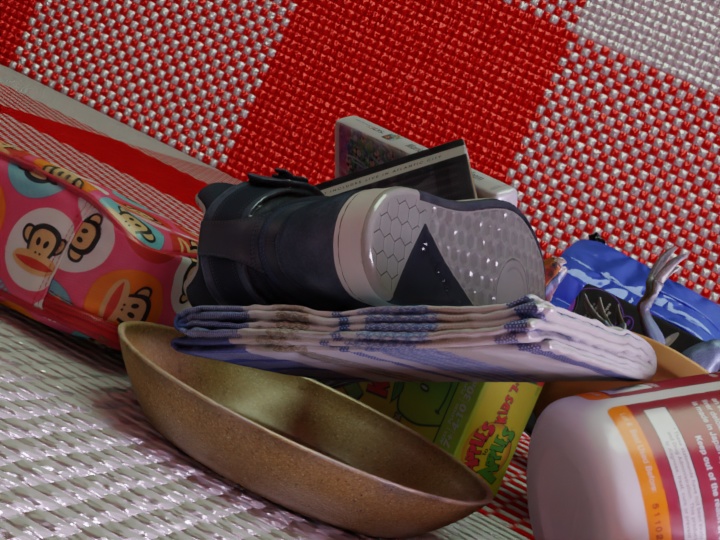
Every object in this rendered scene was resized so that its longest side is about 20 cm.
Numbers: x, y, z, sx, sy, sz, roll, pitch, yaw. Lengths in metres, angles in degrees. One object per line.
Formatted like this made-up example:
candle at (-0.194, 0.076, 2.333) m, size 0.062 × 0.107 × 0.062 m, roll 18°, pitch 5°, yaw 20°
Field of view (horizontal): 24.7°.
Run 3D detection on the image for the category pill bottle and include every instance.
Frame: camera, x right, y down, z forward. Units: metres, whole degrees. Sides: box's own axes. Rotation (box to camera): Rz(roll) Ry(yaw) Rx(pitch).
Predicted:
pill bottle at (0.190, 0.103, 0.792) m, size 0.199 × 0.114 × 0.113 m, roll -8°, pitch 14°, yaw -15°

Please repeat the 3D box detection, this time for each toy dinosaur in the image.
toy dinosaur at (0.181, 0.057, 1.030) m, size 0.180 × 0.105 × 0.201 m, roll 4°, pitch 44°, yaw -2°

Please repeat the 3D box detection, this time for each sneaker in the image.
sneaker at (0.000, -0.002, 0.852) m, size 0.146 × 0.077 × 0.202 m, roll -2°, pitch -13°, yaw 34°

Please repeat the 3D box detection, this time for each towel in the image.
towel at (0.027, 0.035, 0.785) m, size 0.199 × 0.024 × 0.147 m, roll -3°, pitch -12°, yaw 31°

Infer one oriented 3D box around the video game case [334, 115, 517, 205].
video game case at (0.042, 0.010, 1.154) m, size 0.024 × 0.201 × 0.182 m, roll -17°, pitch 29°, yaw -32°

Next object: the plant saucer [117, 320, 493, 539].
plant saucer at (-0.033, 0.082, 0.800) m, size 0.199 × 0.036 × 0.200 m, roll 25°, pitch 4°, yaw -2°

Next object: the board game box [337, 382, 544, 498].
board game box at (0.031, 0.056, 1.055) m, size 0.047 × 0.102 × 0.200 m, roll 18°, pitch 8°, yaw -37°

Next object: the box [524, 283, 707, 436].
box at (0.217, 0.112, 1.182) m, size 0.106 × 0.122 × 0.200 m, roll 41°, pitch -6°, yaw -38°

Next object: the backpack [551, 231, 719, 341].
backpack at (0.253, 0.093, 1.576) m, size 0.199 × 0.163 × 0.168 m, roll 26°, pitch 33°, yaw 17°

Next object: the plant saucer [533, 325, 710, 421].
plant saucer at (0.180, 0.120, 1.000) m, size 0.200 × 0.037 × 0.201 m, roll 35°, pitch -28°, yaw 21°

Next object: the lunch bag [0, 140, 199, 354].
lunch bag at (-0.164, -0.017, 0.947) m, size 0.199 × 0.082 × 0.176 m, roll 26°, pitch 4°, yaw 24°

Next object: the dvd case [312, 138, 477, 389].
dvd case at (0.006, -0.003, 1.013) m, size 0.200 × 0.148 × 0.016 m, roll -96°, pitch 166°, yaw -54°
